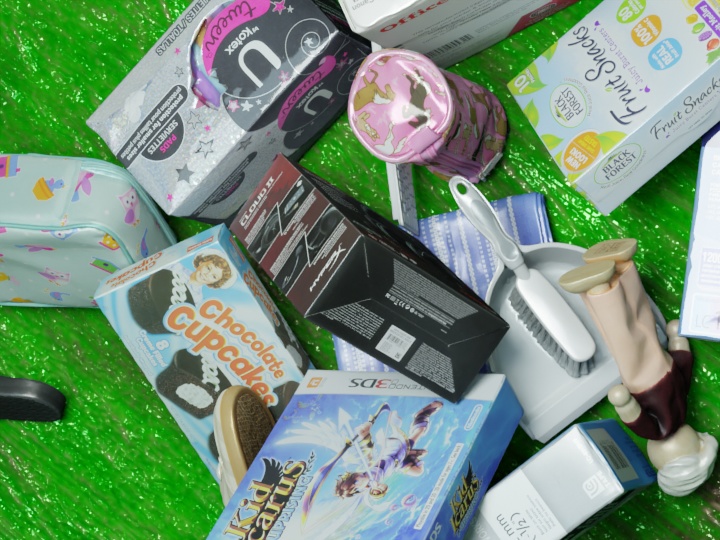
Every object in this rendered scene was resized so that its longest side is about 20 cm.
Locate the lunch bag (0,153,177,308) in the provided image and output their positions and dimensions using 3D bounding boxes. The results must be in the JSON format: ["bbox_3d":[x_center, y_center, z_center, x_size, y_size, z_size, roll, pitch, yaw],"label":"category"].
[{"bbox_3d":[-0.258,-0.029,1.503,0.200,0.160,0.077,3,63,20],"label":"lunch bag"}]

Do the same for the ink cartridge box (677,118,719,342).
[{"bbox_3d":[0.317,-0.041,1.352,0.136,0.076,0.200,7,88,19],"label":"ink cartridge box"}]

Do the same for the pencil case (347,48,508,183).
[{"bbox_3d":[0.053,-0.113,1.376,0.086,0.200,0.083,17,93,18],"label":"pencil case"}]

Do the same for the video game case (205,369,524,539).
[{"bbox_3d":[0.000,0.157,1.333,0.181,0.200,0.045,-2,131,34],"label":"video game case"}]

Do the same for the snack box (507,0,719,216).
[{"bbox_3d":[0.220,-0.155,1.363,0.200,0.053,0.142,-41,38,14],"label":"snack box"}]

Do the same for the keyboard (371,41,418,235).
[{"bbox_3d":[0.027,-0.129,1.453,0.011,0.056,0.200,-10,80,19],"label":"keyboard"}]

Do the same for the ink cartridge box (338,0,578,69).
[{"bbox_3d":[0.072,-0.227,1.374,0.145,0.200,0.084,-26,80,16],"label":"ink cartridge box"}]

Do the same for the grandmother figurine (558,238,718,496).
[{"bbox_3d":[0.214,0.077,1.361,0.061,0.121,0.200,-4,114,49],"label":"grandmother figurine"}]

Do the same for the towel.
[{"bbox_3d":[0.066,0.027,1.459,0.200,0.024,0.145,-14,83,18],"label":"towel"}]

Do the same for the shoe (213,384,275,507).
[{"bbox_3d":[-0.089,0.185,1.452,0.053,0.070,0.200,-5,112,23],"label":"shoe"}]

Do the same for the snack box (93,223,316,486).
[{"bbox_3d":[-0.110,0.070,1.457,0.116,0.037,0.200,-24,113,16],"label":"snack box"}]

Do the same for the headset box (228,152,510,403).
[{"bbox_3d":[0.000,0.000,1.365,0.077,0.149,0.200,-54,29,7],"label":"headset box"}]

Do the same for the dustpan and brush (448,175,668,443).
[{"bbox_3d":[0.129,0.012,1.389,0.139,0.057,0.200,-37,83,-7],"label":"dustpan and brush"}]

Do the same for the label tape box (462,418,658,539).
[{"bbox_3d":[0.117,0.194,1.371,0.200,0.143,0.066,-41,76,13],"label":"label tape box"}]

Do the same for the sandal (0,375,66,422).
[{"bbox_3d":[-0.347,0.094,1.579,0.200,0.075,0.048,6,64,12],"label":"sandal"}]

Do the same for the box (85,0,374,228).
[{"bbox_3d":[-0.095,-0.144,1.463,0.200,0.132,0.115,-47,73,11],"label":"box"}]
